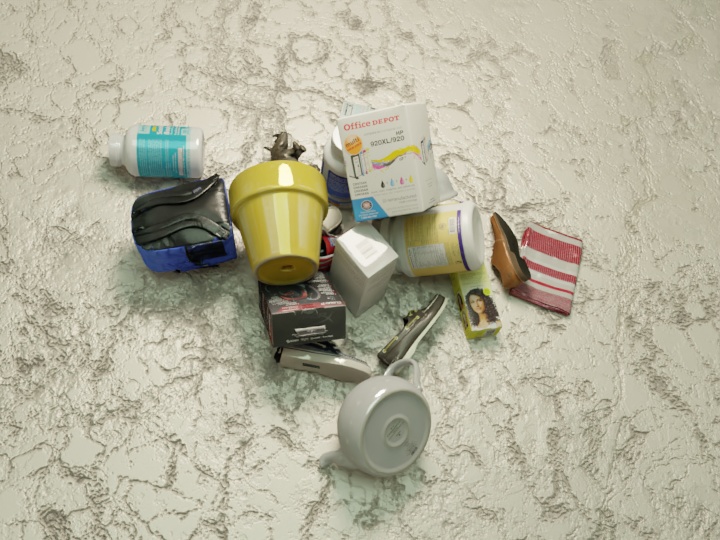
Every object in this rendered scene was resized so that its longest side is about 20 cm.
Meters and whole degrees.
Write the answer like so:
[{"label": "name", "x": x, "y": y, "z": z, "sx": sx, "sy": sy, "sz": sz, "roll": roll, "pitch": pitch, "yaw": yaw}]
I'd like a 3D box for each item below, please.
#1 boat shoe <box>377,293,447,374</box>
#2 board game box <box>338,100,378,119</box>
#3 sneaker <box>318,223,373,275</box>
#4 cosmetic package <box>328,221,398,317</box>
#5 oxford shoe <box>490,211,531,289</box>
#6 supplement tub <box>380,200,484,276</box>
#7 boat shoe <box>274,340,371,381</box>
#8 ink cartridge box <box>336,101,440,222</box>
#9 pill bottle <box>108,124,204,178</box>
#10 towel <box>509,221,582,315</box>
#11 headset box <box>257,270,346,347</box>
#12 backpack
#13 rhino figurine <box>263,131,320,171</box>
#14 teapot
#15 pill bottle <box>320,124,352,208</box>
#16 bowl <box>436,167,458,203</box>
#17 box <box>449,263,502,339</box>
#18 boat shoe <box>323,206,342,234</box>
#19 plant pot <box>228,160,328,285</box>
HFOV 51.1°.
[{"label": "boat shoe", "x": 0.111, "y": 0.119, "z": 1.565, "sx": 0.060, "sy": 0.072, "sz": 0.202, "roll": 36, "pitch": 66, "yaw": 6}, {"label": "board game box", "x": 0.039, "y": -0.304, "z": 1.771, "sx": 0.197, "sy": 0.064, "sz": 0.149, "roll": 13, "pitch": 63, "yaw": 0}, {"label": "sneaker", "x": -0.039, "y": -0.060, "z": 1.608, "sx": 0.199, "sy": 0.113, "sz": 0.071, "roll": -36, "pitch": 72, "yaw": -23}, {"label": "cosmetic package", "x": 0.000, "y": 0.000, "z": 1.535, "sx": 0.084, "sy": 0.200, "sz": 0.108, "roll": -35, "pitch": 75, "yaw": -21}, {"label": "oxford shoe", "x": 0.316, "y": -0.048, "z": 1.687, "sx": 0.071, "sy": 0.071, "sz": 0.202, "roll": 29, "pitch": 38, "yaw": -38}, {"label": "supplement tub", "x": 0.153, "y": -0.063, "z": 1.590, "sx": 0.197, "sy": 0.146, "sz": 0.147, "roll": -6, "pitch": 60, "yaw": 20}, {"label": "boat shoe", "x": -0.068, "y": 0.157, "z": 1.517, "sx": 0.197, "sy": 0.075, "sz": 0.094, "roll": 14, "pitch": 57, "yaw": -1}, {"label": "ink cartridge box", "x": 0.058, "y": -0.214, "z": 1.466, "sx": 0.145, "sy": 0.145, "sz": 0.203, "roll": -7, "pitch": 100, "yaw": 21}, {"label": "pill bottle", "x": -0.444, "y": -0.261, "z": 1.648, "sx": 0.197, "sy": 0.111, "sz": 0.112, "roll": 0, "pitch": 63, "yaw": -9}, {"label": "towel", "x": 0.425, "y": -0.008, "z": 1.706, "sx": 0.142, "sy": 0.023, "sz": 0.202, "roll": 20, "pitch": 62, "yaw": 0}, {"label": "headset box", "x": -0.116, "y": 0.076, "z": 1.485, "sx": 0.146, "sy": 0.076, "sz": 0.200, "roll": -6, "pitch": 23, "yaw": -15}, {"label": "backpack", "x": -0.359, "y": -0.074, "z": 1.535, "sx": 0.197, "sy": 0.169, "sz": 0.164, "roll": -10, "pitch": 58, "yaw": -9}, {"label": "rhino figurine", "x": -0.162, "y": -0.247, "z": 1.687, "sx": 0.087, "sy": 0.060, "sz": 0.201, "roll": -45, "pitch": 52, "yaw": 14}, {"label": "teapot", "x": 0.031, "y": 0.281, "z": 1.433, "sx": 0.198, "sy": 0.145, "sz": 0.201, "roll": -5, "pitch": 102, "yaw": -31}, {"label": "pill bottle", "x": -0.030, "y": -0.232, "z": 1.646, "sx": 0.110, "sy": 0.201, "sz": 0.114, "roll": 4, "pitch": 63, "yaw": -7}, {"label": "bowl", "x": 0.107, "y": -0.186, "z": 1.637, "sx": 0.199, "sy": 0.201, "sz": 0.092, "roll": -16, "pitch": 100, "yaw": -16}, {"label": "box", "x": 0.244, "y": 0.044, "z": 1.636, "sx": 0.074, "sy": 0.050, "sz": 0.202, "roll": -7, "pitch": 64, "yaw": -12}, {"label": "boat shoe", "x": -0.121, "y": -0.065, "z": 1.639, "sx": 0.199, "sy": 0.057, "sz": 0.067, "roll": -36, "pitch": 80, "yaw": -18}, {"label": "plant pot", "x": -0.155, "y": -0.082, "z": 1.483, "sx": 0.198, "sy": 0.201, "sz": 0.191, "roll": -4, "pitch": 64, "yaw": -11}]
